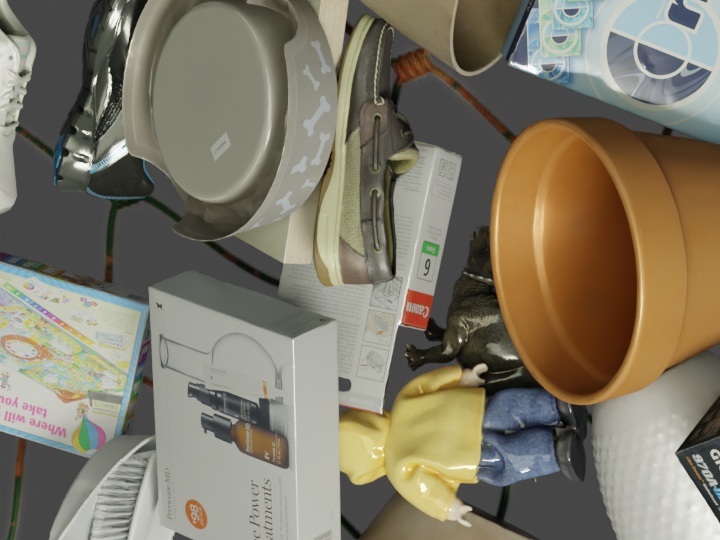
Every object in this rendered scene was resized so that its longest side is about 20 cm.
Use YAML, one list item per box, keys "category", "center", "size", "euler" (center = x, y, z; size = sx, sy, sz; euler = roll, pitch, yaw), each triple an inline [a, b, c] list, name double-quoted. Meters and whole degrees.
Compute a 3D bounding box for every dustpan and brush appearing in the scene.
- category: "dustpan and brush"
  center: [-0.163, 0.151, 1.830]
  size: [0.057, 0.140, 0.201]
  euler: [10, 74, 28]

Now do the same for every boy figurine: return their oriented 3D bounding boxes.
- category: "boy figurine"
  center: [0.063, 0.129, 1.716]
  size: [0.199, 0.064, 0.125]
  euler: [-7, 63, 16]

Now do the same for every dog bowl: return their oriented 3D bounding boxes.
- category: "dog bowl"
  center: [-0.092, -0.121, 1.697]
  size: [0.199, 0.058, 0.201]
  euler: [3, 94, 50]

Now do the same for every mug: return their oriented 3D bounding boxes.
- category: "mug"
  center: [0.269, 0.142, 1.722]
  size: [0.199, 0.148, 0.176]
  euler: [-27, 92, -16]

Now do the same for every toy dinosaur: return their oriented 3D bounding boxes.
- category: "toy dinosaur"
  center: [0.100, 0.069, 1.766]
  size: [0.102, 0.077, 0.201]
  euler: [-20, 92, 28]

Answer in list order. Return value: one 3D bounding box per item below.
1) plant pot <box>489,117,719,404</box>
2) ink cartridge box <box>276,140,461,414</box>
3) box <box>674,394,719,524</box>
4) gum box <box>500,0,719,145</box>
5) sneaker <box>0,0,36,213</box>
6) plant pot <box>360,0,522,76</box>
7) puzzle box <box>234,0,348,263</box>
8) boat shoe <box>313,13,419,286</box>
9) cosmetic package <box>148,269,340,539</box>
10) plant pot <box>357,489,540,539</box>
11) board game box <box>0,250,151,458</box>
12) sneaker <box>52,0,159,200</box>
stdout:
- category: "plant pot"
  center: [0.199, -0.014, 1.664]
  size: [0.139, 0.200, 0.201]
  euler: [-8, 102, -27]
- category: "ink cartridge box"
  center: [0.000, 0.000, 1.750]
  size: [0.108, 0.050, 0.201]
  euler: [11, 89, 26]
- category: "box"
  center: [0.315, 0.136, 1.644]
  size: [0.046, 0.200, 0.159]
  euler: [-26, 100, 42]
- category: "gum box"
  center: [0.224, -0.193, 1.679]
  size: [0.199, 0.045, 0.171]
  euler: [20, 105, -11]
- category: "sneaker"
  center: [-0.288, -0.143, 1.809]
  size: [0.080, 0.070, 0.202]
  euler: [-10, 98, 11]
- category: "plant pot"
  center: [0.029, -0.265, 1.676]
  size: [0.199, 0.187, 0.188]
  euler: [27, 105, 18]
- category: "puzzle box"
  center: [-0.063, -0.118, 1.743]
  size: [0.025, 0.133, 0.201]
  euler: [1, 105, -31]
- category: "boat shoe"
  center: [0.011, -0.084, 1.695]
  size: [0.064, 0.073, 0.201]
  euler: [6, 82, 11]
- category: "cosmetic package"
  center: [-0.085, 0.115, 1.738]
  size: [0.150, 0.052, 0.201]
  euler: [19, 119, 40]
- category: "plant pot"
  center: [0.053, 0.260, 1.767]
  size: [0.199, 0.200, 0.174]
  euler: [25, 89, 6]
- category: "board game box"
  center: [-0.268, 0.060, 1.861]
  size: [0.199, 0.034, 0.135]
  euler: [16, 103, 8]
- category: "sneaker"
  center: [-0.174, -0.150, 1.794]
  size: [0.081, 0.073, 0.201]
  euler: [14, 106, -14]
